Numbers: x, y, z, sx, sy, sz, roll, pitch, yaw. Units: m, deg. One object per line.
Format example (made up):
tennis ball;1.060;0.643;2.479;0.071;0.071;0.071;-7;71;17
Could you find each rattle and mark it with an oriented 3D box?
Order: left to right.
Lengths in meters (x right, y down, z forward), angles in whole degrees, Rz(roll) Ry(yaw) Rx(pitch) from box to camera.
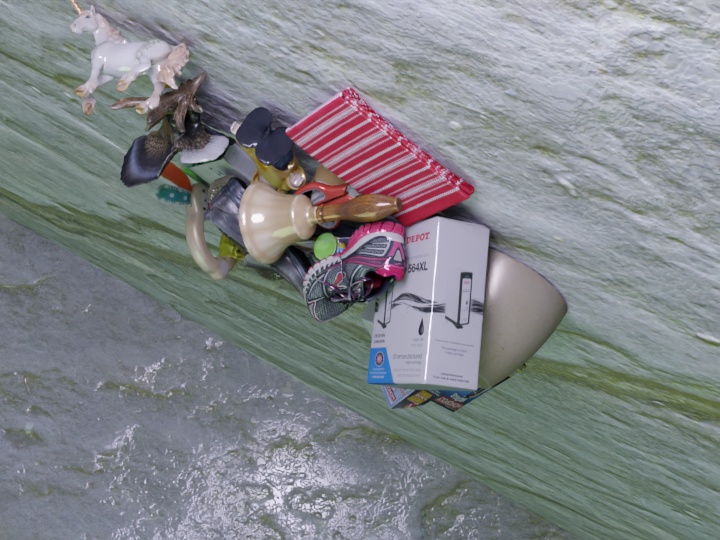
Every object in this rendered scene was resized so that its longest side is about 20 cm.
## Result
rattle;-0.218;-0.088;1.553;0.141;0.130;0.202;3;125;39

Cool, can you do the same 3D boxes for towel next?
towel;0.022;-0.126;1.139;0.199;0.023;0.144;36;152;-20

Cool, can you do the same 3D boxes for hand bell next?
hand bell;-0.041;-0.069;1.206;0.197;0.106;0.104;-6;148;30

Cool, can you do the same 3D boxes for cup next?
cup;0.162;0.073;1.339;0.198;0.145;0.201;27;165;8

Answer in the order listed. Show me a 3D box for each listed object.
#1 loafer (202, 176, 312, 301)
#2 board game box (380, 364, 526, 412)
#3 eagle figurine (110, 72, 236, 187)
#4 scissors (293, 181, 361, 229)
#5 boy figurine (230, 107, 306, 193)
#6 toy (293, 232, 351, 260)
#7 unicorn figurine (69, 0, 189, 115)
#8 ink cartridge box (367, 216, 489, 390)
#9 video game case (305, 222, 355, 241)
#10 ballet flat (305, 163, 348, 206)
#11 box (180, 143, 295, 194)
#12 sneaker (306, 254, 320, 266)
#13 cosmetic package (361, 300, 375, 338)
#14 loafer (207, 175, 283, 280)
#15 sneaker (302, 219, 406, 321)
loafer;-0.131;-0.030;1.343;0.201;0.072;0.073;50;-174;2
board game box;0.139;0.158;1.571;0.200;0.198;0.062;35;-153;-55
eagle figurine;-0.243;-0.185;1.310;0.149;0.153;0.200;16;155;-4
scissors;-0.014;-0.103;1.229;0.073;0.014;0.199;42;141;-17
boy figurine;-0.123;-0.147;1.298;0.124;0.065;0.200;41;167;6
toy;0.000;0.000;1.356;0.113;0.048;0.199;-3;161;30
unicorn figurine;-0.296;-0.257;1.200;0.196;0.139;0.074;13;147;6
ink cartridge box;0.084;0.045;1.236;0.083;0.204;0.145;10;169;-27
video game case;-0.031;-0.038;1.440;0.198;0.026;0.179;19;172;-42
ballet flat;-0.044;-0.099;1.320;0.068;0.064;0.200;33;165;-9
box;-0.187;-0.137;1.530;0.144;0.037;0.199;37;163;-25
sneaker;-0.100;-0.021;1.627;0.199;0.077;0.076;38;174;36
cosmetic package;0.074;0.080;1.593;0.080;0.114;0.200;23;166;22
loafer;-0.165;-0.072;1.500;0.074;0.069;0.201;-7;132;25
sneaker;-0.012;0.014;1.251;0.079;0.076;0.200;11;145;-28
